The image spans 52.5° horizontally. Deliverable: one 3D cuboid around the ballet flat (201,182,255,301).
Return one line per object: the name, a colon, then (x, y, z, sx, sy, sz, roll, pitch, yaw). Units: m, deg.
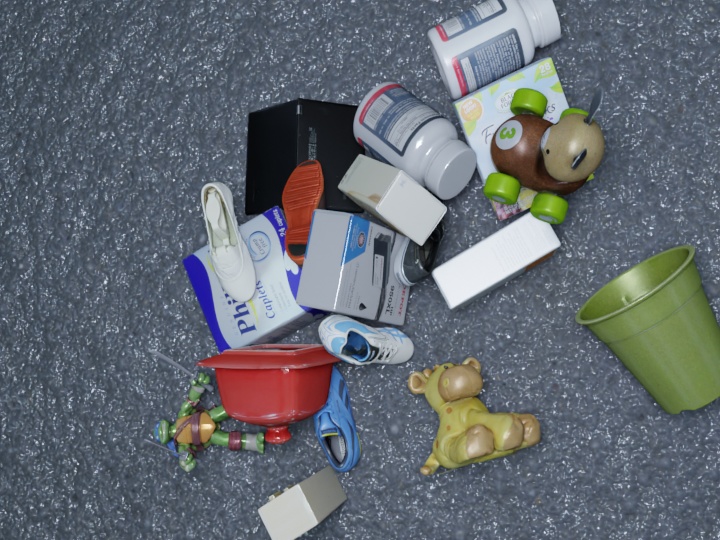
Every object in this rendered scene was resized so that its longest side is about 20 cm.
ballet flat: (-0.222, -0.049, 1.181, 0.068, 0.069, 0.205, -17, 79, 9)

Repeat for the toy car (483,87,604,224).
toy car: (0.277, -0.176, 1.024, 0.154, 0.200, 0.168, 20, 84, -4)

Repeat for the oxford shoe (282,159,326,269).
oxford shoe: (-0.087, -0.088, 1.201, 0.069, 0.073, 0.205, -6, 59, 17)

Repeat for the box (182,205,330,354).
box: (-0.173, 0.025, 1.248, 0.197, 0.105, 0.187, -28, 78, 8)

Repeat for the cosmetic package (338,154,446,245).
cosmetic package: (0.045, -0.116, 1.162, 0.104, 0.200, 0.072, 35, 92, -23)

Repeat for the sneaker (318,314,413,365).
sneaker: (0.016, 0.124, 1.160, 0.072, 0.197, 0.073, -53, 45, 20)

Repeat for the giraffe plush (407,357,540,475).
giraffe plush: (0.164, 0.218, 1.150, 0.199, 0.170, 0.166, -33, 64, 41)

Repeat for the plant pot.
plant pot: (0.455, 0.099, 1.085, 0.198, 0.200, 0.192, -35, 91, 5)

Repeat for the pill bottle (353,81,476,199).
pill bottle: (0.090, -0.207, 1.188, 0.120, 0.119, 0.200, -48, 60, 3)

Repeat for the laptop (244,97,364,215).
laptop: (-0.100, -0.195, 1.307, 0.194, 0.116, 0.193, 3, 84, -18)

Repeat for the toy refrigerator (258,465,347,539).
toy refrigerator: (-0.087, 0.362, 1.142, 0.075, 0.200, 0.071, -32, 79, 6)

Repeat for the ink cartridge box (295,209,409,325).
ink cartridge box: (0.000, 0.000, 1.159, 0.083, 0.198, 0.149, 9, 86, 35)

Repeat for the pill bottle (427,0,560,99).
pill bottle: (0.220, -0.379, 1.199, 0.196, 0.120, 0.122, -24, 79, 8)

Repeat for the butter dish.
butter dish: (-0.131, 0.196, 1.149, 0.194, 0.199, 0.153, -1, 89, 23)

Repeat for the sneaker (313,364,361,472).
sneaker: (-0.051, 0.232, 1.214, 0.064, 0.078, 0.205, -21, 78, 10)

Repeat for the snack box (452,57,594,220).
snack box: (0.259, -0.210, 1.173, 0.165, 0.068, 0.204, -24, 100, 8)

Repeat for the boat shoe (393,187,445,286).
boat shoe: (0.110, -0.060, 1.180, 0.056, 0.069, 0.203, -17, 41, 42)

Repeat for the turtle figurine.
turtle figurine: (-0.254, 0.249, 1.205, 0.188, 0.145, 0.204, -2, 126, -7)

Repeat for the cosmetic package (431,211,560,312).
cosmetic package: (0.217, -0.014, 1.174, 0.197, 0.101, 0.073, -30, 79, 7)
